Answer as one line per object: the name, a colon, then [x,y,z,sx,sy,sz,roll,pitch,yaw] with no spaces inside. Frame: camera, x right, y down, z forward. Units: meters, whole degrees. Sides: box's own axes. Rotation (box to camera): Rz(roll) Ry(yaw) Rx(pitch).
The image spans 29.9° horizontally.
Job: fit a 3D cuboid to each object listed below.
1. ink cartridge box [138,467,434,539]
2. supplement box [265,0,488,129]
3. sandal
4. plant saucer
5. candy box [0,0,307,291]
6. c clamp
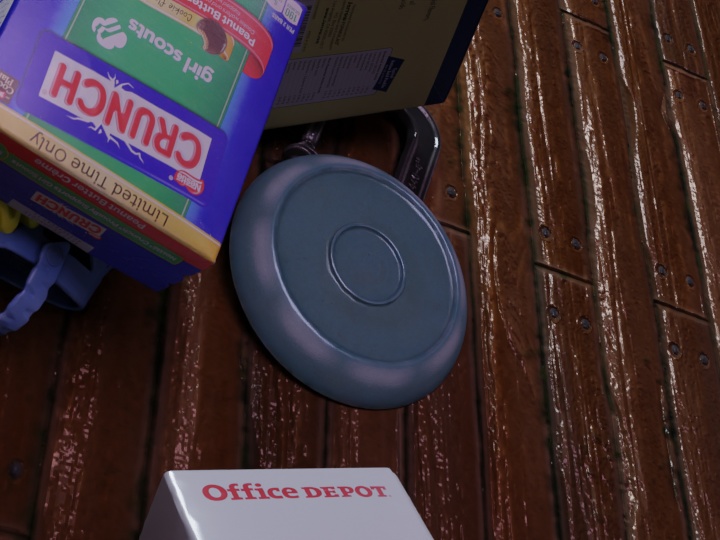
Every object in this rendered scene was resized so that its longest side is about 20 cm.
ink cartridge box: [-0.027,0.218,0.679,0.144,0.146,0.201,5,34,-31]
supplement box: [-0.019,-0.225,0.988,0.197,0.201,0.135,-12,58,-26]
sandal: [-0.187,-0.015,0.853,0.199,0.079,0.088,-16,99,-47]
plant saucer: [0.000,0.000,0.971,0.198,0.027,0.203,16,57,-26]
candy box: [-0.140,-0.118,0.807,0.168,0.077,0.202,33,58,-26]
c clamp: [-0.011,-0.116,1.077,0.170,0.027,0.202,30,43,-18]
